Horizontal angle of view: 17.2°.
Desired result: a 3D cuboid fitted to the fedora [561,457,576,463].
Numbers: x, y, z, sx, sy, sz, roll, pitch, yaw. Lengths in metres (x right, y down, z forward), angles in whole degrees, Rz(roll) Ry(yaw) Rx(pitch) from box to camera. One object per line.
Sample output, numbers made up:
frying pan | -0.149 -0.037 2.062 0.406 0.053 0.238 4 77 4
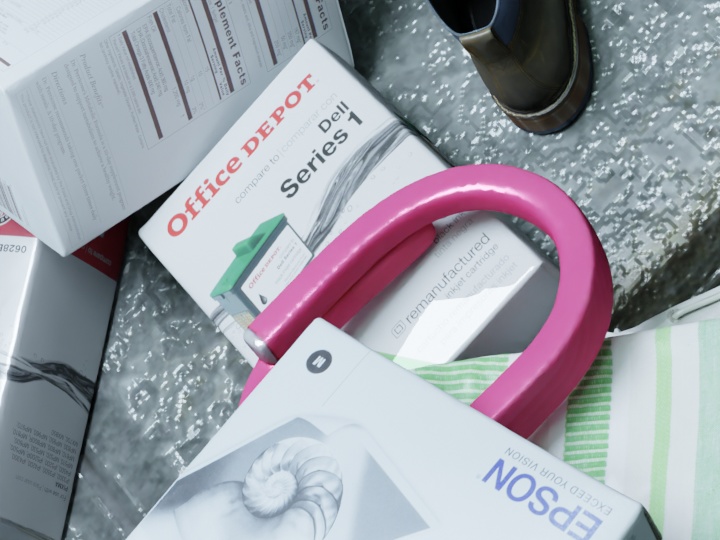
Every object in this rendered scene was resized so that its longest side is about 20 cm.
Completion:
fedora | 0.105 0.186 1.092 0.199 0.092 0.202 -10 67 26

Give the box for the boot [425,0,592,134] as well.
boot | 0.068 -0.178 1.244 0.074 0.097 0.201 -23 63 19

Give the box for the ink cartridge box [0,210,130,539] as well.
ink cartridge box | -0.226 0.043 1.333 0.146 0.083 0.202 2 72 28

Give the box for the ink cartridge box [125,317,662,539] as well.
ink cartridge box | -0.008 0.139 0.998 0.199 0.041 0.200 28 72 37

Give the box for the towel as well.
towel | 0.084 0.096 1.064 0.199 0.023 0.153 -10 52 24

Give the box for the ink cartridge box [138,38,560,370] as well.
ink cartridge box | 0.000 0.000 1.224 0.146 0.084 0.200 -48 57 5

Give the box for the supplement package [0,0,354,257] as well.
supplement package | -0.120 -0.119 1.261 0.199 0.110 0.114 -34 41 -22

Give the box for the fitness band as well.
fitness band | 0.026 0.036 1.101 0.200 0.037 0.144 -44 48 -6

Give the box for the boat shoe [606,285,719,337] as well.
boat shoe | 0.127 0.059 1.142 0.199 0.072 0.066 -30 50 19
